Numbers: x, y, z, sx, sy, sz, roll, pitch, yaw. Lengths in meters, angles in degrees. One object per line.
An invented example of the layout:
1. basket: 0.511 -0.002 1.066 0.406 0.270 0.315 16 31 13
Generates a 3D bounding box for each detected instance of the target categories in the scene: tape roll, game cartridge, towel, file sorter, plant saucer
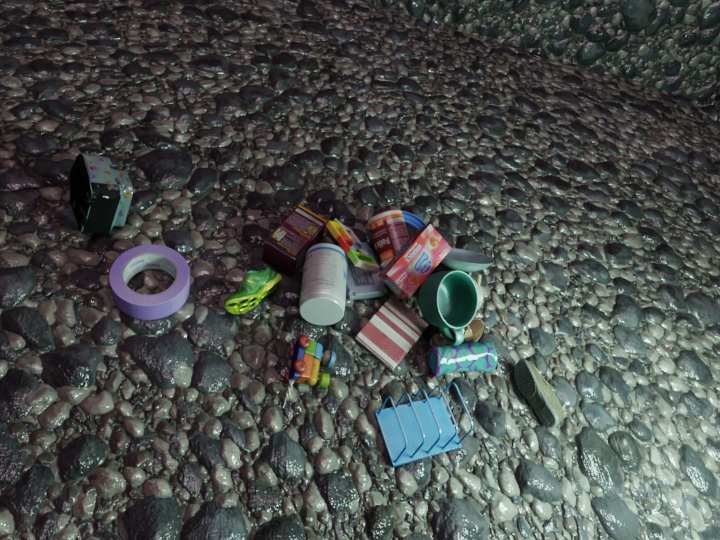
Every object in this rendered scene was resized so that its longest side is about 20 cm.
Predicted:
1. tape roll: -0.556 0.028 1.365 0.195 0.066 0.203 10 49 -11
2. game cartridge: 0.000 0.000 1.585 0.130 0.041 0.203 -6 54 -18
3. towel: 0.091 0.176 1.479 0.143 0.023 0.200 38 52 11
4. file sorter: 0.158 0.372 1.272 0.196 0.124 0.141 -6 54 -23
5. plant saucer: 0.315 -0.030 1.603 0.196 0.040 0.201 8 14 -2

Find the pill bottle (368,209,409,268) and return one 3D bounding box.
1. pill bottle: 0.101 -0.073 1.586 0.112 0.114 0.204 -12 81 -26

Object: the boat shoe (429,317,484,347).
1. boat shoe: 0.293 0.183 1.503 0.197 0.072 0.076 -21 60 -30

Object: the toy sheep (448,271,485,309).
1. toy sheep: 0.300 0.073 1.556 0.196 0.139 0.140 -3 52 -27

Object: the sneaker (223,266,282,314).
1. sneaker: -0.306 0.053 1.423 0.083 0.075 0.199 40 42 14

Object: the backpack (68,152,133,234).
1. backpack: -0.733 -0.223 1.445 0.151 0.177 0.201 -10 52 -45

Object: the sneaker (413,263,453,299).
1. sneaker: 0.244 0.018 1.612 0.076 0.092 0.199 40 50 19

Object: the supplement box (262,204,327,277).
1. supplement box: -0.198 -0.093 1.563 0.109 0.086 0.201 29 49 7

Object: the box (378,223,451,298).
1. box: 0.157 -0.025 1.484 0.100 0.095 0.200 44 78 -8

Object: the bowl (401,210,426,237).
1. bowl: 0.140 -0.116 1.722 0.196 0.040 0.204 9 49 -11

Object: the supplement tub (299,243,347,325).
1. supplement tub: -0.103 0.036 1.458 0.129 0.133 0.203 9 50 -10

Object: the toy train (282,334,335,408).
1. toy train: -0.129 0.271 1.299 0.114 0.085 0.203 22 47 -17

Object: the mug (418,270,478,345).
1. mug: 0.229 0.095 1.422 0.150 0.114 0.189 28 74 -27

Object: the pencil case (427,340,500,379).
1. pencil case: 0.286 0.249 1.437 0.195 0.095 0.085 -1 19 -17

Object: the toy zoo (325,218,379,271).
1. toy zoo: -0.030 -0.083 1.558 0.201 0.020 0.130 54 19 25

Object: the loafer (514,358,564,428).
1. loafer: 0.504 0.343 1.449 0.068 0.076 0.203 -2 56 -34
